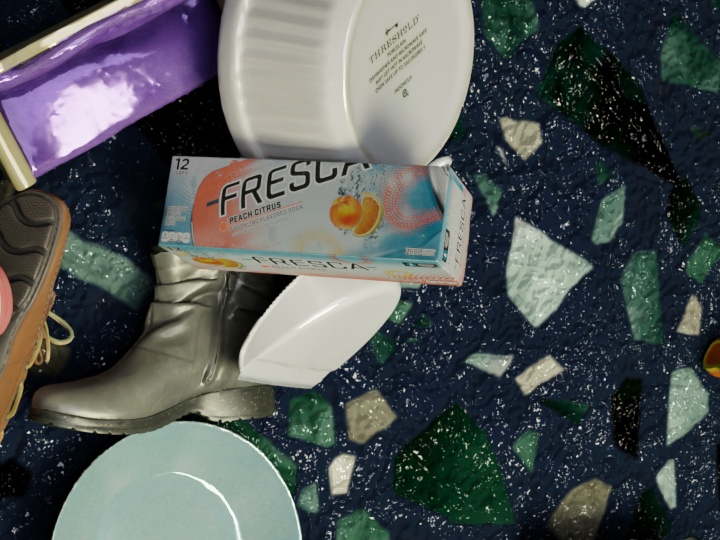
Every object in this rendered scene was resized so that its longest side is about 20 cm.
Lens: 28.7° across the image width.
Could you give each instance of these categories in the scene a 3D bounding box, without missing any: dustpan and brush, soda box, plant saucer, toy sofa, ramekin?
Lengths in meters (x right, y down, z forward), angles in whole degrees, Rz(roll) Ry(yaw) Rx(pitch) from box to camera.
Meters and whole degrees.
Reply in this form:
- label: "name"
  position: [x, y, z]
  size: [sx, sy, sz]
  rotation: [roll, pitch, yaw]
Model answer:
- label: "dustpan and brush"
  position: [0.000, 0.000, 1.006]
  size: [0.199, 0.058, 0.139]
  rotation: [-39, 160, 14]
- label: "soda box"
  position: [-0.030, -0.033, 0.926]
  size: [0.068, 0.197, 0.065]
  rotation: [39, 56, -67]
- label: "plant saucer"
  position: [-0.137, 0.210, 1.020]
  size: [0.199, 0.039, 0.204]
  rotation: [1, 87, -31]
- label: "toy sofa"
  position: [-0.162, -0.136, 0.932]
  size: [0.199, 0.097, 0.084]
  rotation: [-32, 110, -19]
- label: "ramekin"
  position: [-0.001, -0.149, 0.966]
  size: [0.201, 0.093, 0.205]
  rotation: [-26, 123, -49]

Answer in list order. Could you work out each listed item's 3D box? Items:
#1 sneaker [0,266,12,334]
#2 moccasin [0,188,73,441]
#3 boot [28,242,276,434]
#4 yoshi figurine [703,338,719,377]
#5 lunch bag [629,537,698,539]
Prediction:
- label: "sneaker"
  position: [-0.305, 0.064, 0.870]
  size: [0.074, 0.087, 0.201]
  rotation: [44, 103, 14]
- label: "moccasin"
  position: [-0.240, 0.044, 0.936]
  size: [0.073, 0.078, 0.204]
  rotation: [18, 95, 16]
- label: "boot"
  position: [-0.143, 0.042, 0.991]
  size: [0.198, 0.067, 0.133]
  rotation: [-4, 95, -38]
- label: "yoshi figurine"
  position: [0.405, 0.089, 1.266]
  size: [0.198, 0.113, 0.113]
  rotation: [25, 46, -13]
- label: "lunch bag"
  position: [0.213, 0.318, 1.178]
  size: [0.162, 0.117, 0.203]
  rotation: [5, 101, -26]
